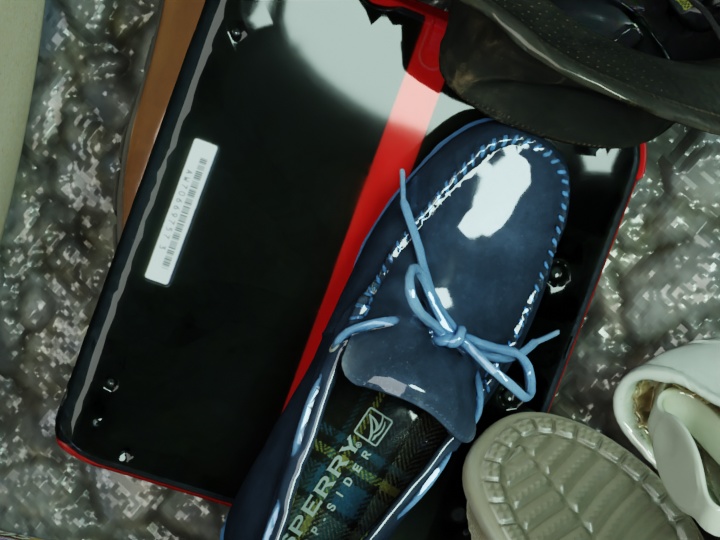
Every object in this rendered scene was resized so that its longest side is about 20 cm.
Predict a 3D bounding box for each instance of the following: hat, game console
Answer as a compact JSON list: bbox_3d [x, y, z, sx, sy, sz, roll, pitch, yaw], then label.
[{"bbox_3d":[0.076,-0.093,0.821,0.201,0.200,0.081,49,129,10],"label":"hat"},{"bbox_3d":[0.000,0.000,0.870,0.176,0.031,0.200,19,96,-11],"label":"game console"}]

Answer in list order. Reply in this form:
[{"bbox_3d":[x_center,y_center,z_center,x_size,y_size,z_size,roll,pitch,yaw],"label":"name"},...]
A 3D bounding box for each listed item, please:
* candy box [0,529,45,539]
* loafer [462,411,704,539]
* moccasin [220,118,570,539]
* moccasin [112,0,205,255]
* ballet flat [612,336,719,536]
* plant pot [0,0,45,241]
[{"bbox_3d":[-0.149,0.208,0.939,0.116,0.056,0.201,10,95,15],"label":"candy box"},{"bbox_3d":[0.103,0.140,0.851,0.076,0.068,0.200,-35,81,-32],"label":"loafer"},{"bbox_3d":[0.021,0.043,0.830,0.080,0.068,0.200,25,94,-12],"label":"moccasin"},{"bbox_3d":[-0.043,-0.053,0.902,0.078,0.074,0.202,10,83,24],"label":"moccasin"},{"bbox_3d":[0.151,0.093,0.801,0.069,0.069,0.200,-51,45,11],"label":"ballet flat"},{"bbox_3d":[-0.231,-0.079,0.898,0.200,0.200,0.177,27,87,14],"label":"plant pot"}]
